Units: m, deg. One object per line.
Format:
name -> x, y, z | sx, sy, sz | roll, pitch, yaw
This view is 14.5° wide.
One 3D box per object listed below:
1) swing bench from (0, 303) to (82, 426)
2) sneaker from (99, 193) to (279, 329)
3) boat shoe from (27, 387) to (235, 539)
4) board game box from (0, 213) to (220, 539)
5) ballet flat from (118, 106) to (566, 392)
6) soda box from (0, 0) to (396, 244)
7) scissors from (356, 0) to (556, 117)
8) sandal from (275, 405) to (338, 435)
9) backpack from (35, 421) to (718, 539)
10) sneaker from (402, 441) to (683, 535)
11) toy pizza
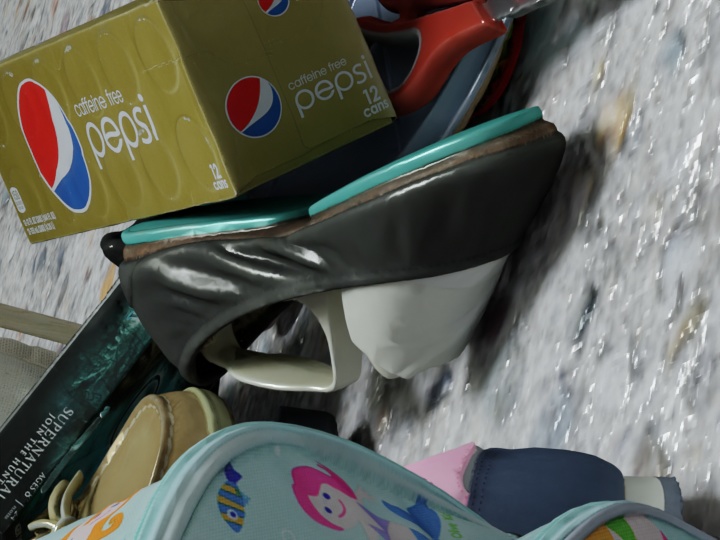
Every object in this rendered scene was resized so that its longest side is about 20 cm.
swing bench -> -0.192, 0.084, 1.232 | 0.200, 0.198, 0.131 | 151, 133, -67
sneaker -> -0.041, -0.081, 1.085 | 0.071, 0.079, 0.201 | -143, 70, -75
boat shoe -> -0.104, 0.126, 0.930 | 0.202, 0.063, 0.073 | -63, 24, 4
board game box -> -0.098, 0.065, 1.054 | 0.136, 0.028, 0.200 | -53, -8, -19
ballet flat -> 0.000, 0.000, 0.887 | 0.199, 0.068, 0.069 | -14, 96, 52
soda box -> -0.067, -0.058, 0.960 | 0.200, 0.064, 0.068 | -9, 105, 64
scissors -> 0.045, -0.077, 0.857 | 0.200, 0.014, 0.074 | 14, 84, 62
sandal -> -0.028, 0.096, 0.890 | 0.200, 0.043, 0.077 | -115, 33, -79
backpack -> 0.011, 0.124, 0.508 | 0.150, 0.199, 0.178 | -31, 41, 39
sneaker -> 0.015, 0.081, 0.736 | 0.200, 0.081, 0.071 | 130, 151, -66
toy pizza -> 0.015, -0.102, 0.974 | 0.200, 0.032, 0.201 | -41, 40, 46
